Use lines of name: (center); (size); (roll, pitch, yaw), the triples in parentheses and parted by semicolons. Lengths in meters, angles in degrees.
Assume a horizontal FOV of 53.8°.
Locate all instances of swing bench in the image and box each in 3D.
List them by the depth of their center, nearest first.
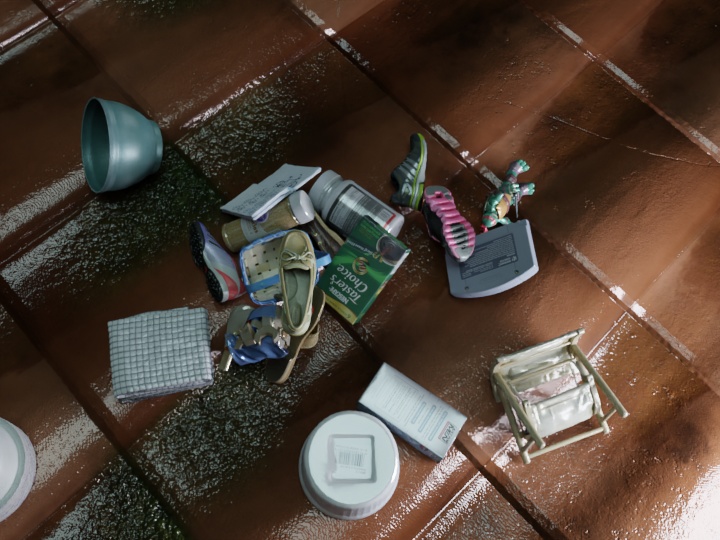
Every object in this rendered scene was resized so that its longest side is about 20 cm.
swing bench: (0.386, 0.248, 1.425); (0.197, 0.130, 0.201); (-16, 63, -11)

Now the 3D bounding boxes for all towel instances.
towel: (-0.394, 0.167, 1.420); (0.198, 0.086, 0.167); (-10, 65, -7)

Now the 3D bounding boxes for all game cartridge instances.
game cartridge: (0.280, -0.017, 1.525); (0.199, 0.041, 0.134); (-20, 59, 30)

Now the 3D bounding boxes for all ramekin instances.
ramekin: (-0.019, 0.365, 1.352); (0.198, 0.098, 0.202); (2, 65, -4)

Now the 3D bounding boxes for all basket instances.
basket: (-0.160, -0.007, 1.450); (0.175, 0.200, 0.140); (-19, 99, -12)

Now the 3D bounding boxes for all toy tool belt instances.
toy tool belt: (-0.187, 0.133, 1.382); (0.199, 0.125, 0.123); (-17, 37, 31)

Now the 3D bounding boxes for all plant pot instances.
plant pot: (-0.518, -0.272, 1.562); (0.133, 0.200, 0.202); (-5, 63, -37)

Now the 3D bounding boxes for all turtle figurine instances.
turtle figurine: (0.328, -0.150, 1.602); (0.100, 0.150, 0.201); (19, 56, 23)

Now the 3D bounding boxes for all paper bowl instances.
paper bowl: (-0.709, 0.363, 1.293); (0.199, 0.105, 0.202); (1, 66, -3)

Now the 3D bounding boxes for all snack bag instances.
snack bag: (-0.196, -0.179, 1.552); (0.200, 0.188, 0.022); (-39, 116, -19)

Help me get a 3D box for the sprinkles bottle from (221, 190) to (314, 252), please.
sprinkles bottle: (-0.198, -0.104, 1.521); (0.199, 0.068, 0.069); (-22, 66, 15)

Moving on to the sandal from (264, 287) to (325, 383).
sandal: (-0.123, 0.138, 1.470); (0.077, 0.070, 0.213); (24, 85, 34)

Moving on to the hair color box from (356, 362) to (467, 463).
hair color box: (0.101, 0.284, 1.419); (0.199, 0.061, 0.099); (32, 68, 10)

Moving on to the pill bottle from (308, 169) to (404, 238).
pill bottle: (-0.013, -0.126, 1.564); (0.199, 0.114, 0.114); (36, 68, 12)

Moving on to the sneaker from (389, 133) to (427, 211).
sneaker: (0.112, -0.235, 1.649); (0.080, 0.074, 0.202); (6, 64, 1)

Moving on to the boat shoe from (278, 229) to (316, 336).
boat shoe: (-0.118, 0.018, 1.319); (0.072, 0.063, 0.203); (5, 76, -8)

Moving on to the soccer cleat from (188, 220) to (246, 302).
soccer cleat: (-0.310, -0.023, 1.529); (0.073, 0.068, 0.201); (-12, 61, -36)

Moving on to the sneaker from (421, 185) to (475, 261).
sneaker: (0.187, -0.091, 1.574); (0.078, 0.096, 0.201); (-4, 54, -24)

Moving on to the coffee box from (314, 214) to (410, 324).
coffee box: (0.000, 0.000, 1.489); (0.123, 0.044, 0.201); (40, 105, 9)

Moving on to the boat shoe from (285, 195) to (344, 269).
boat shoe: (-0.111, -0.085, 1.561); (0.070, 0.071, 0.200); (-39, 74, -20)
